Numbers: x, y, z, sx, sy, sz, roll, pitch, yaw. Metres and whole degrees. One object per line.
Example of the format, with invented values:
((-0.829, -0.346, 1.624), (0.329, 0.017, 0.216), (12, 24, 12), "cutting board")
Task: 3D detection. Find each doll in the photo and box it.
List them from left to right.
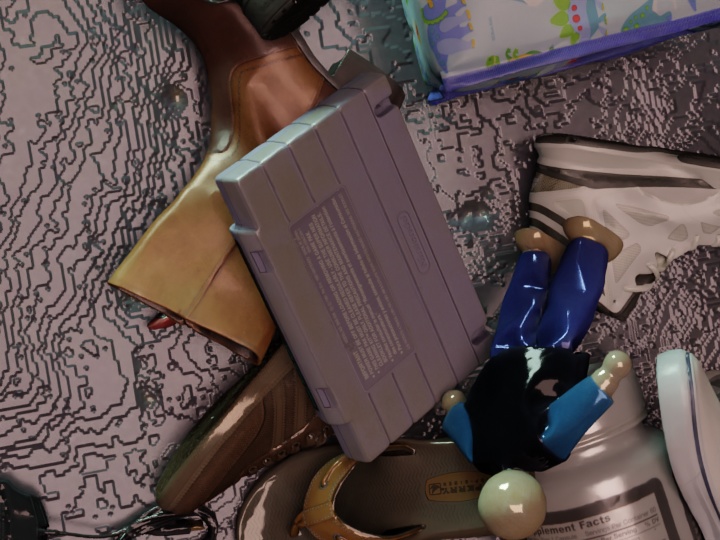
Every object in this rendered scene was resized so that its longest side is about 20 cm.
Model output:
((0.107, 0.063, 0.919), (0.048, 0.136, 0.201), (38, 55, -33), "doll")

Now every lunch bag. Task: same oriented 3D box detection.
((0.119, -0.212, 0.973), (0.198, 0.127, 0.172), (-16, 93, -1), "lunch bag")

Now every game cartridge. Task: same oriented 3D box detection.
((0.000, 0.000, 0.931), (0.129, 0.038, 0.201), (-35, 116, -25), "game cartridge")

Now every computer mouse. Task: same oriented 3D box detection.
((-0.187, 0.164, 0.967), (0.198, 0.034, 0.059), (5, 73, -16), "computer mouse")

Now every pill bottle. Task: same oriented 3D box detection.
((0.159, 0.167, 0.989), (0.112, 0.113, 0.202), (-19, 94, -10), "pill bottle")

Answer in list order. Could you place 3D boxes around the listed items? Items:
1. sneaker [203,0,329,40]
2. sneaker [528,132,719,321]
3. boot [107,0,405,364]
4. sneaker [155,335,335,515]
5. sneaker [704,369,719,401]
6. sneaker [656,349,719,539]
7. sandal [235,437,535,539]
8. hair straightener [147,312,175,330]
((-0.037, -0.214, 0.897), (0.200, 0.060, 0.104), (-41, 79, 10), "sneaker")
((0.205, -0.022, 1.027), (0.198, 0.076, 0.117), (8, 98, -3), "sneaker")
((-0.095, -0.070, 0.948), (0.188, 0.068, 0.201), (34, 76, -11), "boot")
((-0.041, 0.088, 0.971), (0.075, 0.070, 0.200), (43, 83, -8), "sneaker")
((0.316, 0.118, 1.018), (0.198, 0.115, 0.076), (13, 87, -11), "sneaker")
((0.239, 0.128, 0.963), (0.070, 0.073, 0.201), (-17, 117, 20), "sneaker")
((0.009, 0.146, 0.958), (0.198, 0.055, 0.083), (-9, 82, 20), "sandal")
((-0.062, -0.041, 0.980), (0.199, 0.041, 0.077), (-29, 96, -10), "hair straightener")
